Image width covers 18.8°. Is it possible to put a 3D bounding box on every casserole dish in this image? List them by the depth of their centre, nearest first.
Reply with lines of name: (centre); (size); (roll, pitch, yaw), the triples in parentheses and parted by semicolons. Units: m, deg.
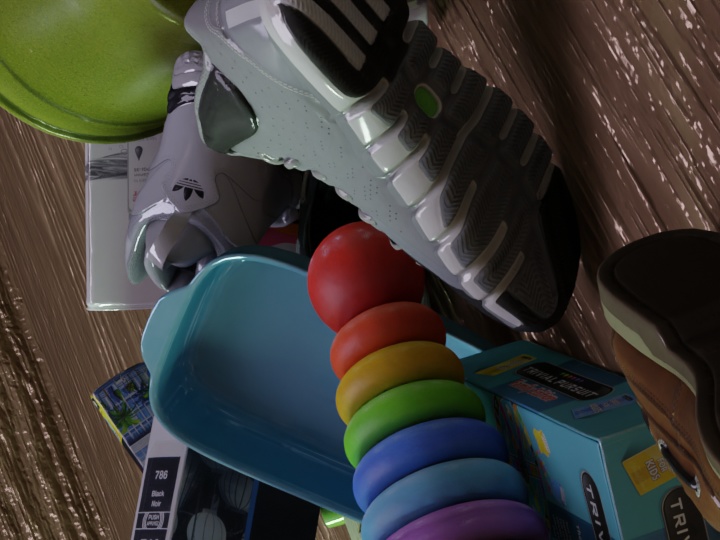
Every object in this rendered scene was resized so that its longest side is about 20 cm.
casserole dish: (-0.010, 0.056, 1.071); (0.039, 0.199, 0.122); (-75, 8, -61)

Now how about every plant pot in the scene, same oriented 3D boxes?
plant pot: (-0.110, -0.177, 1.163); (0.193, 0.199, 0.202); (-6, 102, 65)

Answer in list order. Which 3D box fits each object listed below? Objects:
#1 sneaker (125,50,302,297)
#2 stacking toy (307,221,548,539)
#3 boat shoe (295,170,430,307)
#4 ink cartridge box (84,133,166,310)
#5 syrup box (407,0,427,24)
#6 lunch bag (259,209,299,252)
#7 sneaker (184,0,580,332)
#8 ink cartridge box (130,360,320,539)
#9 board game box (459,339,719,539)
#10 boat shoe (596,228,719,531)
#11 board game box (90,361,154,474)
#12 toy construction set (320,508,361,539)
sneaker: (-0.072, -0.035, 1.144); (0.200, 0.075, 0.116); (60, -132, -76)
stacking toy: (0.024, 0.064, 0.949); (0.086, 0.085, 0.201); (96, 160, -59)
boat shoe: (0.000, 0.000, 1.136); (0.062, 0.074, 0.201); (-74, -12, -53)
ink cartridge box: (-0.128, -0.080, 1.370); (0.147, 0.082, 0.202); (-116, 26, -86)
syrup box: (-0.018, -0.155, 0.922); (0.200, 0.081, 0.079); (70, -174, -81)
lunch bag: (-0.039, 0.032, 1.322); (0.201, 0.081, 0.177); (92, 157, -56)
sneaker: (0.001, -0.050, 0.903); (0.115, 0.075, 0.200); (-7, 131, 46)
ink cartridge box: (-0.066, 0.113, 1.134); (0.039, 0.099, 0.202); (-9, 67, 46)
board game box: (0.103, 0.120, 0.941); (0.200, 0.047, 0.152); (-160, 54, -73)
boat shoe: (0.137, 0.053, 0.700); (0.200, 0.071, 0.068); (-114, 7, -64)
board game box: (-0.067, 0.151, 1.277); (0.200, 0.061, 0.200); (53, 174, 10)
toy construction set: (0.023, 0.169, 1.227); (0.131, 0.091, 0.202); (-70, -24, -72)
